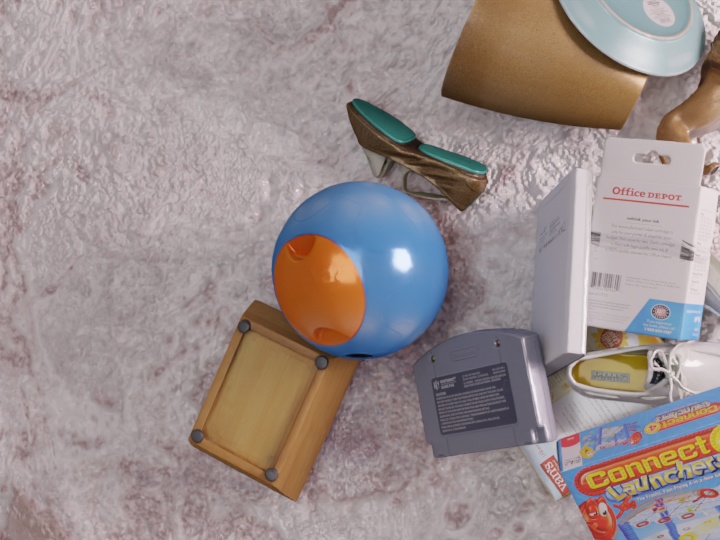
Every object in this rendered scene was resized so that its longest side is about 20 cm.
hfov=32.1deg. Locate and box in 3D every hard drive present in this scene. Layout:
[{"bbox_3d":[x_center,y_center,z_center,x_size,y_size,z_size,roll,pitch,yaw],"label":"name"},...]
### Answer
[{"bbox_3d":[0.216,0.005,1.357,0.026,0.132,0.200,7,74,-8],"label":"hard drive"}]

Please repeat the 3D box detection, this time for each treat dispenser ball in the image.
[{"bbox_3d":[0.000,0.000,1.416,0.200,0.201,0.201,-2,85,19],"label":"treat dispenser ball"}]

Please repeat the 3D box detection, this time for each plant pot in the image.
[{"bbox_3d":[0.217,-0.239,1.385,0.200,0.186,0.187,24,94,5],"label":"plant pot"}]

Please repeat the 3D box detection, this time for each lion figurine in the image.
[{"bbox_3d":[0.379,-0.174,1.365,0.200,0.072,0.123,-43,66,16],"label":"lion figurine"}]

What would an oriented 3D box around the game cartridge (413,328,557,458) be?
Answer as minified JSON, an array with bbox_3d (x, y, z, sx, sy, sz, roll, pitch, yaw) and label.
[{"bbox_3d":[0.135,0.134,1.392,0.200,0.041,0.133,-20,81,54],"label":"game cartridge"}]

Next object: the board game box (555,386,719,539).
[{"bbox_3d":[0.333,0.234,1.301,0.200,0.056,0.196,-22,115,17],"label":"board game box"}]

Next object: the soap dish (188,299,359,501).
[{"bbox_3d":[-0.109,0.155,1.505,0.157,0.081,0.200,25,93,20],"label":"soap dish"}]

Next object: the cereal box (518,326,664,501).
[{"bbox_3d":[0.259,0.144,1.397,0.200,0.040,0.144,-37,75,14],"label":"cereal box"}]

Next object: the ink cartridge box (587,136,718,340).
[{"bbox_3d":[0.305,-0.033,1.315,0.116,0.068,0.200,9,92,32],"label":"ink cartridge box"}]

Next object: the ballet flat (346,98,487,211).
[{"bbox_3d":[0.057,-0.130,1.486,0.200,0.068,0.072,30,115,15],"label":"ballet flat"}]

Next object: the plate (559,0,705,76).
[{"bbox_3d":[0.296,-0.297,1.350,0.200,0.200,0.026,59,142,14],"label":"plate"}]

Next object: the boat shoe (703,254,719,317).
[{"bbox_3d":[0.352,0.008,1.366,0.201,0.070,0.072,47,112,21],"label":"boat shoe"}]

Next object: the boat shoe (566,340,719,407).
[{"bbox_3d":[0.315,0.106,1.314,0.201,0.086,0.075,2,84,17],"label":"boat shoe"}]
